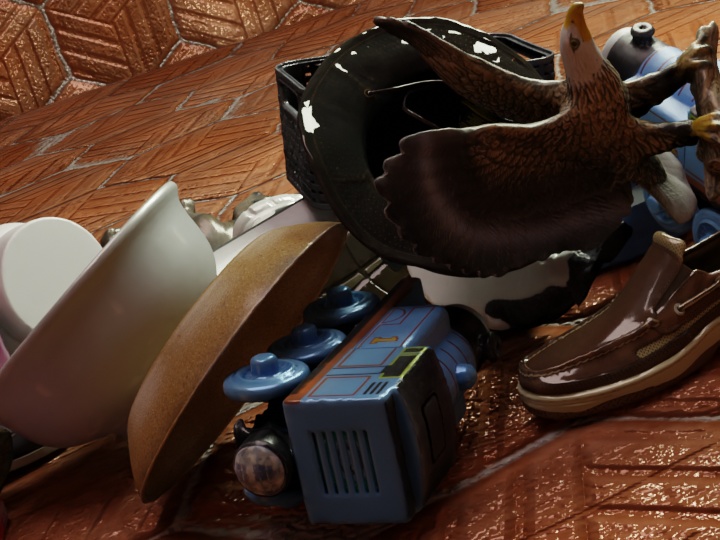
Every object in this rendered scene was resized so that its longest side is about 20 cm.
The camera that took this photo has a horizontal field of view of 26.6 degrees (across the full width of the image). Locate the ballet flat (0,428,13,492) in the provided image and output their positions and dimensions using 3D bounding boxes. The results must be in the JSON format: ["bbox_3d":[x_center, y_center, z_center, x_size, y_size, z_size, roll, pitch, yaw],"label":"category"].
[{"bbox_3d":[-0.317,0.088,0.988,0.071,0.199,0.071,-55,15,24],"label":"ballet flat"}]

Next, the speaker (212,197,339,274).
[{"bbox_3d":[-0.075,0.009,1.150,0.081,0.082,0.199,-1,25,48],"label":"speaker"}]

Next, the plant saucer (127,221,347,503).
[{"bbox_3d":[-0.079,0.045,0.895,0.201,0.035,0.200,-54,-7,-10],"label":"plant saucer"}]

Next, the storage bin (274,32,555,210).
[{"bbox_3d":[0.043,-0.118,1.178,0.198,0.095,0.135,-11,19,-12],"label":"storage bin"}]

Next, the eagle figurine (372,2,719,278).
[{"bbox_3d":[0.110,-0.085,0.859,0.198,0.152,0.152,-10,9,8],"label":"eagle figurine"}]

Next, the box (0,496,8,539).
[{"bbox_3d":[-0.270,0.152,0.874,0.095,0.101,0.200,-20,15,-2],"label":"box"}]

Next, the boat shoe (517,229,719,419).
[{"bbox_3d":[0.172,0.013,0.853,0.201,0.075,0.075,-23,16,-13],"label":"boat shoe"}]

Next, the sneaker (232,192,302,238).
[{"bbox_3d":[-0.007,-0.045,1.295,0.199,0.074,0.080,-28,32,-13],"label":"sneaker"}]

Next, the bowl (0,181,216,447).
[{"bbox_3d":[-0.154,0.046,0.988,0.201,0.090,0.201,-49,4,4],"label":"bowl"}]

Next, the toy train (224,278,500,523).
[{"bbox_3d":[0.006,0.068,0.837,0.113,0.088,0.200,-3,18,24],"label":"toy train"}]

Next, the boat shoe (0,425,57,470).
[{"bbox_3d":[-0.221,0.084,1.105,0.072,0.063,0.199,-2,24,46],"label":"boat shoe"}]

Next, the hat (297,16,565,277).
[{"bbox_3d":[0.043,-0.058,0.928,0.200,0.201,0.081,-31,-19,-36],"label":"hat"}]

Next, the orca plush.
[{"bbox_3d":[0.111,-0.002,0.984,0.071,0.106,0.199,12,-18,-31],"label":"orca plush"}]

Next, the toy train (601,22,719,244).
[{"bbox_3d":[0.218,-0.083,0.971,0.086,0.115,0.200,-25,43,-21],"label":"toy train"}]

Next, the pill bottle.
[{"bbox_3d":[-0.286,0.027,1.213,0.114,0.115,0.199,-33,10,-40],"label":"pill bottle"}]

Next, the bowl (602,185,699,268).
[{"bbox_3d":[0.166,-0.046,1.120,0.199,0.040,0.201,-18,16,5],"label":"bowl"}]

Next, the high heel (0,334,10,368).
[{"bbox_3d":[-0.337,0.078,1.151,0.199,0.096,0.067,-26,8,43],"label":"high heel"}]

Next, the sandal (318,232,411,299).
[{"bbox_3d":[0.000,0.000,1.096,0.200,0.082,0.055,-43,-18,-15],"label":"sandal"}]

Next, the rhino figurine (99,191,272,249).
[{"bbox_3d":[-0.145,-0.023,1.366,0.199,0.060,0.087,-24,36,-19],"label":"rhino figurine"}]
